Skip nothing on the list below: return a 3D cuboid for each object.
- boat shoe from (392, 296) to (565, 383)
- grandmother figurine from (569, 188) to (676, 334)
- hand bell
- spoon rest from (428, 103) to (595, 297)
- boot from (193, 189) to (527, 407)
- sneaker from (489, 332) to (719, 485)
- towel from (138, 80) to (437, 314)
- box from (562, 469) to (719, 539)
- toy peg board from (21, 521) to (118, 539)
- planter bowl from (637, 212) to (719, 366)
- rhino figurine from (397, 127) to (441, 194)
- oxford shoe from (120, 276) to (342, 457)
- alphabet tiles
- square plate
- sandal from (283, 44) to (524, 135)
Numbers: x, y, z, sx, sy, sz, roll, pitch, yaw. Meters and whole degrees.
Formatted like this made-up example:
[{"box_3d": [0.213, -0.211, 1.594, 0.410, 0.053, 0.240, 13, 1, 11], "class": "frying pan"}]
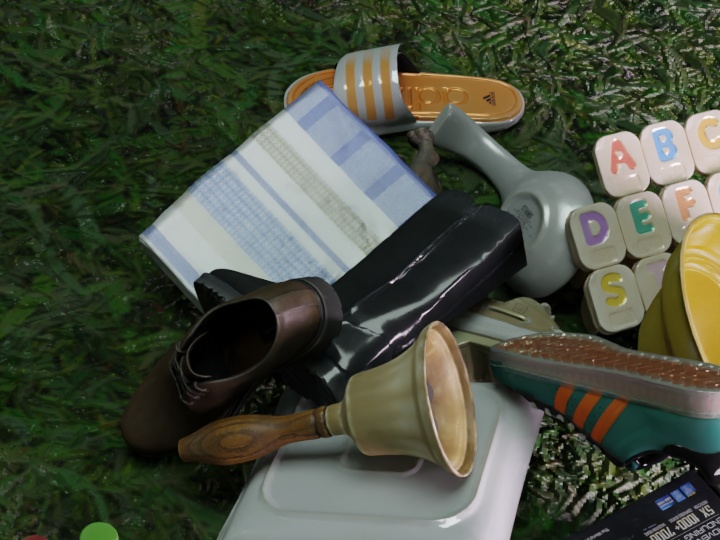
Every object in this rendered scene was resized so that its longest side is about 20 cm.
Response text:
[{"box_3d": [0.120, 0.054, 1.486, 0.199, 0.075, 0.069, 15, 54, 10], "class": "boat shoe"}, {"box_3d": [0.262, -0.010, 1.573, 0.199, 0.061, 0.122, -10, 76, -17], "class": "grandmother figurine"}, {"box_3d": [-0.030, 0.105, 1.357, 0.199, 0.104, 0.105, -13, 44, 19], "class": "hand bell"}, {"box_3d": [0.123, -0.058, 1.590, 0.060, 0.100, 0.200, 19, 26, -42], "class": "spoon rest"}, {"box_3d": [0.001, 0.001, 1.472, 0.165, 0.066, 0.200, 36, 64, 29], "class": "boot"}, {"box_3d": [0.169, 0.096, 1.368, 0.199, 0.080, 0.071, 13, 22, 41], "class": "sneaker"}, {"box_3d": [-0.054, -0.035, 1.530, 0.200, 0.024, 0.147, -43, 81, -16], "class": "towel"}, {"box_3d": [0.190, 0.248, 1.306, 0.199, 0.086, 0.164, -23, 54, -24], "class": "box"}, {"box_3d": [-0.228, 0.251, 1.262, 0.198, 0.098, 0.201, -1, 47, -6], "class": "toy peg board"}, {"box_3d": [0.259, 0.066, 1.453, 0.200, 0.083, 0.201, 32, 43, -37], "class": "planter bowl"}, {"box_3d": [-0.028, -0.052, 1.581, 0.199, 0.060, 0.088, -11, 60, -10], "class": "rhino figurine"}, {"box_3d": [-0.109, 0.066, 1.385, 0.084, 0.200, 0.073, -4, 59, -55], "class": "oxford shoe"}, {"box_3d": [0.257, -0.020, 1.532, 0.199, 0.015, 0.197, -14, 85, -18], "class": "alphabet tiles"}, {"box_3d": [0.016, 0.132, 1.385, 0.199, 0.029, 0.199, 2, 35, 16], "class": "square plate"}, {"box_3d": [0.038, -0.159, 1.684, 0.205, 0.059, 0.079, -1, 47, -6], "class": "sandal"}]
